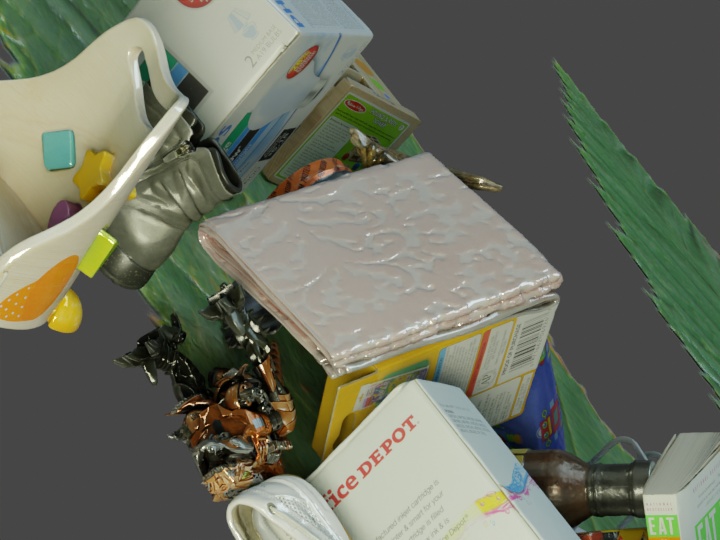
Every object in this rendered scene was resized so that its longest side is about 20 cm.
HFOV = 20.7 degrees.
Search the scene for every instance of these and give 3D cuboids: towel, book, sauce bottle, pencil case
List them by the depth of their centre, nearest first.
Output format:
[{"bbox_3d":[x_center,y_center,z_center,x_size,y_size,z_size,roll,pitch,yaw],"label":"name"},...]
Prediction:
[{"bbox_3d":[0.014,-0.008,1.394,0.198,0.032,0.191,-17,41,-27],"label":"towel"},{"bbox_3d":[0.244,0.234,1.424,0.133,0.048,0.202,-32,115,-61],"label":"book"},{"bbox_3d":[0.117,0.162,1.441,0.065,0.198,0.065,-3,90,-70],"label":"sauce bottle"},{"bbox_3d":[0.119,0.110,1.587,0.086,0.202,0.078,12,40,33],"label":"pencil case"}]

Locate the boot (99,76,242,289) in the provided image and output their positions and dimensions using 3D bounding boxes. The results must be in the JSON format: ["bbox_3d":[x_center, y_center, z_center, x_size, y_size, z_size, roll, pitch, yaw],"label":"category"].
[{"bbox_3d":[-0.184,-0.096,1.444,0.200,0.131,0.068,45,17,5],"label":"boot"}]

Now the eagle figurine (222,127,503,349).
[{"bbox_3d":[-0.004,-0.002,1.531,0.150,0.202,0.151,26,-8,-41],"label":"eagle figurine"}]

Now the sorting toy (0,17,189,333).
[{"bbox_3d":[-0.185,-0.074,1.302,0.106,0.180,0.201,31,21,-36],"label":"sorting toy"}]

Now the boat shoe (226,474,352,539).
[{"bbox_3d":[-0.014,0.214,1.219,0.200,0.071,0.069,46,23,18],"label":"boat shoe"}]

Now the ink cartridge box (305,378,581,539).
[{"bbox_3d":[0.060,0.193,1.297,0.200,0.146,0.083,52,17,24],"label":"ink cartridge box"}]

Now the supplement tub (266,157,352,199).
[{"bbox_3d":[0.006,0.009,1.656,0.200,0.123,0.122,52,18,21],"label":"supplement tub"}]

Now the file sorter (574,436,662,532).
[{"bbox_3d":[0.266,0.248,1.694,0.199,0.125,0.139,30,21,-39],"label":"file sorter"}]

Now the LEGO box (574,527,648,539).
[{"bbox_3d":[0.174,0.262,1.409,0.200,0.076,0.151,10,72,-62],"label":"LEGO box"}]

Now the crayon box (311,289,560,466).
[{"bbox_3d":[0.041,0.078,1.417,0.199,0.126,0.052,-21,52,-32],"label":"crayon box"}]

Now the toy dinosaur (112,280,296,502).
[{"bbox_3d":[-0.090,0.089,1.345,0.136,0.102,0.200,57,-3,-8],"label":"toy dinosaur"}]

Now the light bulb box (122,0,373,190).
[{"bbox_3d":[-0.118,-0.168,1.656,0.125,0.199,0.200,44,17,8],"label":"light bulb box"}]

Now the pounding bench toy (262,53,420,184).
[{"bbox_3d":[-0.072,-0.178,1.917,0.199,0.124,0.156,21,28,-53],"label":"pounding bench toy"}]
